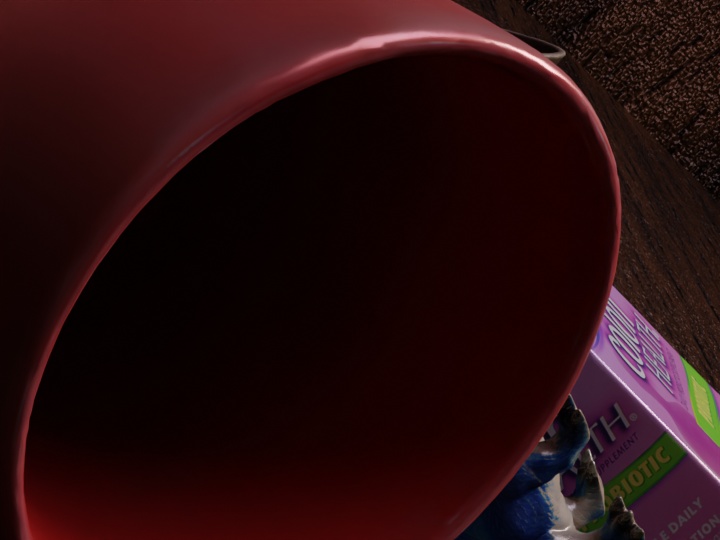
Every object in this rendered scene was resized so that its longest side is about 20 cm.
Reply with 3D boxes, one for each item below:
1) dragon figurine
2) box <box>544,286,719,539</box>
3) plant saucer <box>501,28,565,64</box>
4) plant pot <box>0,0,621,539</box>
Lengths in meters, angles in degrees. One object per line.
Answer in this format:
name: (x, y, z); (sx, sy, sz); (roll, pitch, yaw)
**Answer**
dragon figurine: (0.047, 0.096, 0.940); (0.201, 0.099, 0.059); (61, -1, -35)
box: (0.115, 0.094, 1.092); (0.200, 0.097, 0.176); (44, 12, -6)
plant saucer: (-0.023, -0.085, 0.962); (0.199, 0.037, 0.200); (11, 10, -2)
plant pot: (-0.055, -0.022, 0.705); (0.177, 0.201, 0.200); (44, 8, 38)
